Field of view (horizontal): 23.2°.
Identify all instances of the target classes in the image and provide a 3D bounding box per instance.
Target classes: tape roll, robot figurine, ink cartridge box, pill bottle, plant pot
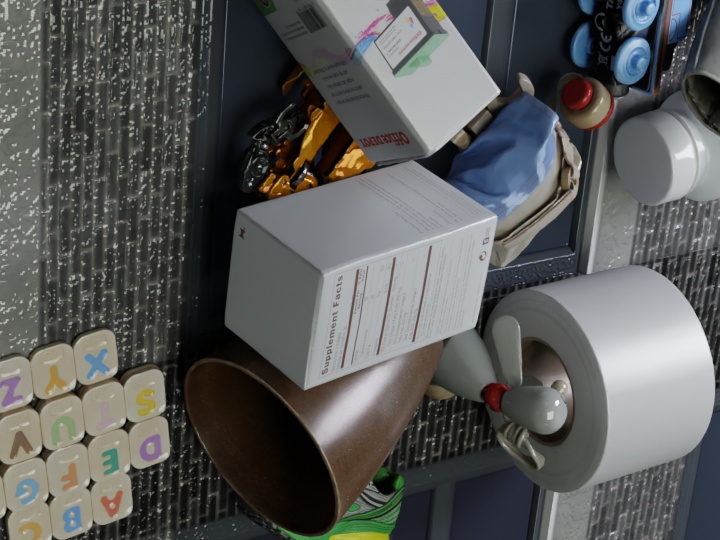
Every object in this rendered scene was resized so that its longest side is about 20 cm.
[{"bbox_3d":[0.230,0.105,1.726,0.139,0.203,0.204,-12,119,-32],"label":"tape roll"},{"bbox_3d":[-0.027,-0.120,1.520,0.200,0.058,0.145,-52,131,-3],"label":"robot figurine"},{"bbox_3d":[0.003,-0.190,1.400,0.084,0.145,0.200,-39,102,-13],"label":"ink cartridge box"},{"bbox_3d":[0.357,-0.131,1.755,0.199,0.114,0.115,-17,122,-29],"label":"pill bottle"},{"bbox_3d":[-0.023,0.104,1.575,0.200,0.186,0.188,-38,131,-33],"label":"plant pot"}]

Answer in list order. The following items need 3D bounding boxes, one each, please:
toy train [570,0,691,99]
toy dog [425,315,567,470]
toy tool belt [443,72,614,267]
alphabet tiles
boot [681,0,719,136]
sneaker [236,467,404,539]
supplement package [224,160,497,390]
[{"bbox_3d":[0.264,-0.261,1.645,0.114,0.087,0.201,-18,122,-35],"label":"toy train"},{"bbox_3d":[0.125,0.085,1.664,0.096,0.200,0.132,-47,157,-20],"label":"toy dog"},{"bbox_3d":[0.143,-0.111,1.605,0.200,0.125,0.123,-53,138,2],"label":"toy tool belt"},{"bbox_3d":[-0.257,0.151,1.520,0.199,0.015,0.197,-17,122,-29],"label":"alphabet tiles"},{"bbox_3d":[0.377,-0.209,1.694,0.182,0.072,0.201,35,47,-32],"label":"boot"},{"bbox_3d":[-0.038,0.216,1.683,0.199,0.078,0.086,10,100,-48],"label":"sneaker"},{"bbox_3d":[0.000,0.000,1.489,0.199,0.117,0.118,-17,130,-37],"label":"supplement package"}]
